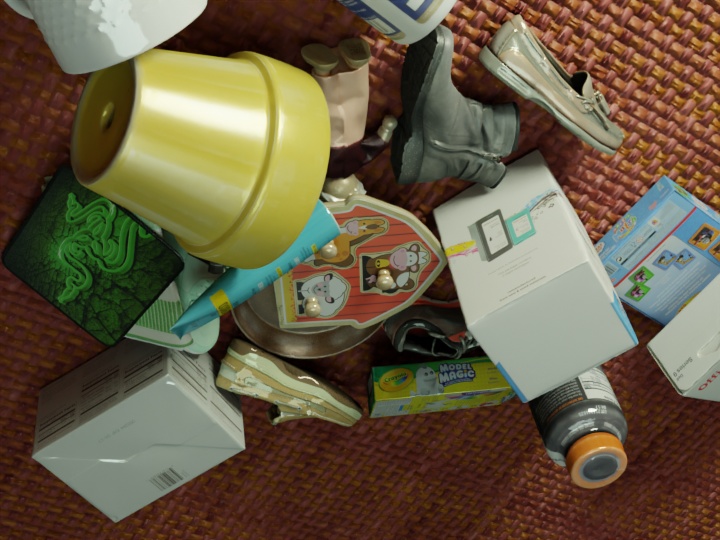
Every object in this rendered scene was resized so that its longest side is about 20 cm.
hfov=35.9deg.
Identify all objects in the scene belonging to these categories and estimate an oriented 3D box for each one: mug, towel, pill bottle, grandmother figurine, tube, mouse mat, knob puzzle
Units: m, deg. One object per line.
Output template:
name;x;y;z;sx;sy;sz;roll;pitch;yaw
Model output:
mug;-0.253;-0.281;0.962;0.197;0.148;0.177;-4;124;31
towel;-0.259;-0.004;1.194;0.150;0.023;0.202;12;132;25
pill bottle;-0.006;-0.303;1.002;0.198;0.112;0.111;30;117;-30
pill bottle;0.264;0.170;1.372;0.104;0.201;0.108;-5;129;-7
grandmother figurine;-0.019;-0.141;1.164;0.119;0.061;0.202;-5;131;-9
tube;-0.111;0.002;1.132;0.199;0.051;0.078;-38;168;-8
mouse mat;-0.287;-0.009;1.174;0.160;0.008;0.200;39;132;-10
knob puzzle;0.000;0.000;1.233;0.215;0.031;0.222;-4;133;-4

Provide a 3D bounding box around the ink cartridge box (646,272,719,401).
ink cartridge box;0.476;0.088;1.390;0.198;0.088;0.146;10;128;-44

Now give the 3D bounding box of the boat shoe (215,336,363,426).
boat shoe;-0.090;0.154;1.360;0.198;0.072;0.077;29;88;-23

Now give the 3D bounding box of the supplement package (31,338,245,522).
supplement package;-0.262;0.178;1.327;0.198;0.112;0.156;-30;127;13

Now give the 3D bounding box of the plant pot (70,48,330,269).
plant pot;-0.159;-0.119;1.037;0.187;0.202;0.202;15;125;-37

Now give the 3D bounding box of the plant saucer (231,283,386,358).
plant saucer;-0.055;0.018;1.295;0.196;0.035;0.203;-5;129;-6

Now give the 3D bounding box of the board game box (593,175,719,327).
board game box;0.387;-0.010;1.362;0.198;0.037;0.152;28;117;-29

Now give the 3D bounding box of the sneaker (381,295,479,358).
sneaker;0.122;0.079;1.348;0.196;0.083;0.078;-1;128;-11

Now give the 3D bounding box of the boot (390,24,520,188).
boot;0.108;-0.173;1.165;0.129;0.071;0.202;-2;140;-12

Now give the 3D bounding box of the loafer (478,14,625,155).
loafer;0.214;-0.192;1.166;0.198;0.072;0.063;29;111;-26

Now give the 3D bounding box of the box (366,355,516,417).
box;0.109;0.143;1.380;0.196;0.049;0.118;-3;163;-5

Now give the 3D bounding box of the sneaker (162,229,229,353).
sneaker;-0.162;0.026;1.220;0.117;0.074;0.203;20;134;29

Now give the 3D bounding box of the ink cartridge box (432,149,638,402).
ink cartridge box;0.188;0.004;1.226;0.145;0.202;0.147;-29;128;14
